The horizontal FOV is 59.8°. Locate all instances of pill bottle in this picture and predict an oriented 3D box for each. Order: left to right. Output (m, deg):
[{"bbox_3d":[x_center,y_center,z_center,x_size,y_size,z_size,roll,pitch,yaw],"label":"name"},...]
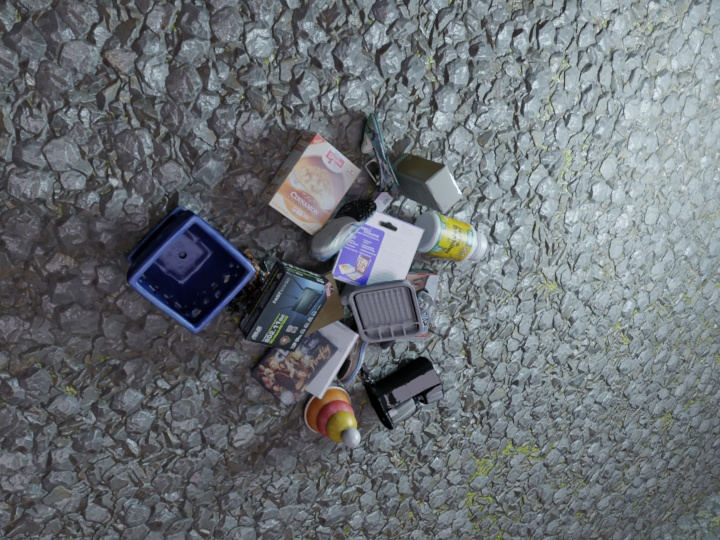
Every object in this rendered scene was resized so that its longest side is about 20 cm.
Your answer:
[{"bbox_3d":[0.249,-0.086,1.734,0.198,0.113,0.114,14,102,-31],"label":"pill bottle"}]

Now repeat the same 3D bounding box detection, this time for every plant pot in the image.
[{"bbox_3d":[-0.384,-0.014,1.380,0.200,0.180,0.200,-47,123,-6],"label":"plant pot"}]

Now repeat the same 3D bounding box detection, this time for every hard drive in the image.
[{"bbox_3d":[-0.109,0.224,1.676,0.131,0.026,0.201,31,93,-3],"label":"hard drive"}]

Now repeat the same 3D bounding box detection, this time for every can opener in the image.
[{"bbox_3d":[0.117,0.129,1.713,0.200,0.067,0.053,-44,108,11],"label":"can opener"}]

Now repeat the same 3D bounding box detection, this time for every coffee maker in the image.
[{"bbox_3d":[0.125,0.331,1.811,0.199,0.135,0.194,-28,119,-17],"label":"coffee maker"}]

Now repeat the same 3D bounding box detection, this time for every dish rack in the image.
[{"bbox_3d":[0.068,0.100,1.616,0.170,0.044,0.201,-9,133,9],"label":"dish rack"}]

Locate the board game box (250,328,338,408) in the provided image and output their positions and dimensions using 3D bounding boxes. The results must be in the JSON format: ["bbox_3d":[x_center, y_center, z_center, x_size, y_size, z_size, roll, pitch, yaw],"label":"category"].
[{"bbox_3d":[-0.173,0.238,1.638,0.135,0.035,0.200,40,88,-4],"label":"board game box"}]

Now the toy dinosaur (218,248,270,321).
[{"bbox_3d":[-0.264,0.051,1.527,0.135,0.102,0.201,-35,101,-31],"label":"toy dinosaur"}]

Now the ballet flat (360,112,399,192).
[{"bbox_3d":[0.037,-0.288,1.567,0.074,0.074,0.202,-24,104,-18],"label":"ballet flat"}]

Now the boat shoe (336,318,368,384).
[{"bbox_3d":[-0.027,0.211,1.729,0.072,0.072,0.202,25,86,-28],"label":"boat shoe"}]

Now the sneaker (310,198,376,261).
[{"bbox_3d":[-0.041,-0.102,1.532,0.200,0.072,0.073,-41,159,-10],"label":"sneaker"}]

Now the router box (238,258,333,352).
[{"bbox_3d":[-0.177,0.088,1.492,0.149,0.062,0.201,20,108,-40],"label":"router box"}]

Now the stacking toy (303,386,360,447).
[{"bbox_3d":[-0.057,0.422,1.707,0.145,0.200,0.148,-10,114,-24],"label":"stacking toy"}]

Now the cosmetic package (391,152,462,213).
[{"bbox_3d":[0.160,-0.224,1.582,0.071,0.200,0.106,-40,122,-9],"label":"cosmetic package"}]

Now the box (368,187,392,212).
[{"bbox_3d":[0.003,-0.128,1.629,0.041,0.039,0.200,41,86,-31],"label":"box"}]

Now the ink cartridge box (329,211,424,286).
[{"bbox_3d":[0.041,-0.047,1.607,0.196,0.043,0.202,20,96,-18],"label":"ink cartridge box"}]

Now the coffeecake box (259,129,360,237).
[{"bbox_3d":[-0.120,-0.209,1.513,0.153,0.073,0.201,35,90,-33],"label":"coffeecake box"}]

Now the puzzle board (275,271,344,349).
[{"bbox_3d":[-0.144,0.100,1.576,0.198,0.017,0.152,-25,128,-14],"label":"puzzle board"}]

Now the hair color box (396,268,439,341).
[{"bbox_3d":[0.145,0.098,1.777,0.110,0.064,0.202,2,107,-27],"label":"hair color box"}]

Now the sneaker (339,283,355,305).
[{"bbox_3d":[0.000,0.000,1.668,0.200,0.075,0.089,-46,107,-9],"label":"sneaker"}]
